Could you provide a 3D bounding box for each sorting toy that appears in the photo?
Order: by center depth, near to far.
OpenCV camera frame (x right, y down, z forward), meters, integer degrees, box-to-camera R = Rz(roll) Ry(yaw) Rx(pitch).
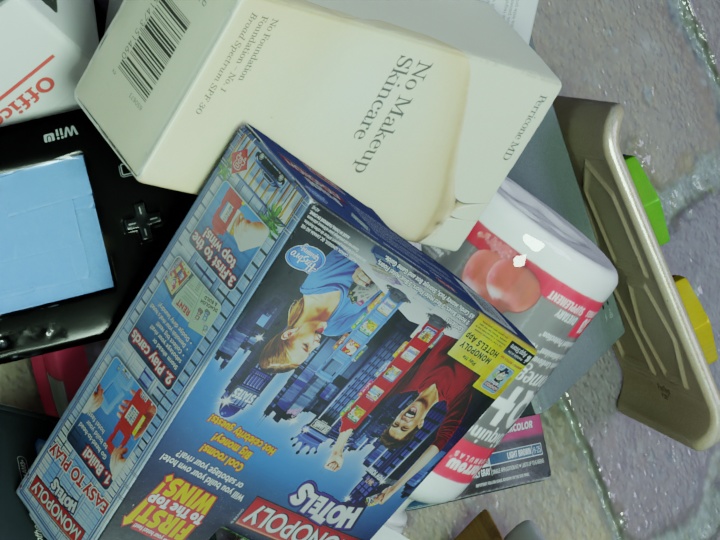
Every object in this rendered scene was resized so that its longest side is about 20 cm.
[{"bbox_3d":[0.157,-0.005,1.716,0.036,0.185,0.201,-20,98,-9],"label":"sorting toy"}]

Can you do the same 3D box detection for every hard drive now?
[{"bbox_3d":[0.082,-0.035,1.636,0.140,0.033,0.201,-37,111,-59],"label":"hard drive"}]

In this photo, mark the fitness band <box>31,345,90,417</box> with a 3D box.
[{"bbox_3d":[-0.093,0.023,1.450,0.143,0.037,0.201,-22,116,-27],"label":"fitness band"}]

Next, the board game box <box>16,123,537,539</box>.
[{"bbox_3d":[-0.048,0.061,1.336,0.200,0.200,0.062,34,11,-51],"label":"board game box"}]

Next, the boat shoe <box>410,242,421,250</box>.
[{"bbox_3d":[0.000,0.000,1.449,0.070,0.071,0.201,29,55,-58],"label":"boat shoe"}]

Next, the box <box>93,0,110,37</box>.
[{"bbox_3d":[-0.085,-0.230,1.449,0.200,0.079,0.141,-39,97,-8],"label":"box"}]

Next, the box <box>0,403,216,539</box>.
[{"bbox_3d":[-0.131,0.151,1.328,0.158,0.046,0.201,16,37,-31],"label":"box"}]

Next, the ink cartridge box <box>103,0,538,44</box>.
[{"bbox_3d":[-0.013,-0.149,1.401,0.199,0.084,0.145,-12,130,-31],"label":"ink cartridge box"}]

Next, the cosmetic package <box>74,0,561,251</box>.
[{"bbox_3d":[-0.017,-0.082,1.335,0.199,0.104,0.073,11,29,-42],"label":"cosmetic package"}]

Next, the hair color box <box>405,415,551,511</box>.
[{"bbox_3d":[0.037,0.028,1.640,0.100,0.060,0.201,-8,85,-51],"label":"hair color box"}]

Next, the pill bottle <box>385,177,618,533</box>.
[{"bbox_3d":[0.034,0.049,1.527,0.110,0.111,0.200,28,103,-42],"label":"pill bottle"}]

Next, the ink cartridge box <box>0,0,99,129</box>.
[{"bbox_3d":[-0.200,-0.111,1.352,0.200,0.116,0.068,43,22,-34],"label":"ink cartridge box"}]

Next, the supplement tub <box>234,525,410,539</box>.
[{"bbox_3d":[-0.038,0.229,1.429,0.145,0.144,0.201,48,48,-29],"label":"supplement tub"}]

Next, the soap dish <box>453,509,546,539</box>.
[{"bbox_3d":[0.095,0.229,1.568,0.200,0.081,0.158,-116,-177,-77],"label":"soap dish"}]

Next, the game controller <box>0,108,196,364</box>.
[{"bbox_3d":[-0.171,-0.009,1.338,0.199,0.042,0.105,-14,93,-6],"label":"game controller"}]

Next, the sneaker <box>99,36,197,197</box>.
[{"bbox_3d":[-0.076,-0.068,1.526,0.079,0.075,0.201,-9,86,-52],"label":"sneaker"}]
